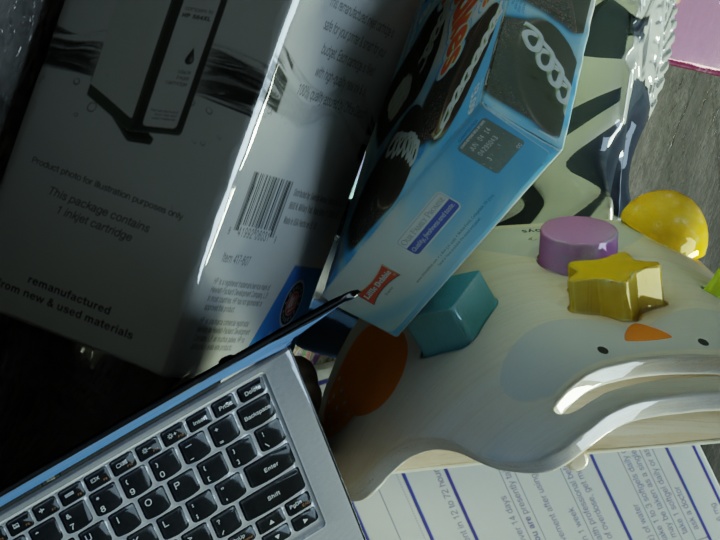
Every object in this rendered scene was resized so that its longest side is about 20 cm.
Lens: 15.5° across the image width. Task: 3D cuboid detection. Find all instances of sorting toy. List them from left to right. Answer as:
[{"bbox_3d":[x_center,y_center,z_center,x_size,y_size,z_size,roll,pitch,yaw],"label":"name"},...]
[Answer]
[{"bbox_3d":[0.096,0.040,0.977,0.180,0.198,0.108,-141,-132,-72],"label":"sorting toy"}]

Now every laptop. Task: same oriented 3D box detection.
[{"bbox_3d":[-0.073,0.107,0.840,0.187,0.116,0.201,-29,123,-14],"label":"laptop"}]

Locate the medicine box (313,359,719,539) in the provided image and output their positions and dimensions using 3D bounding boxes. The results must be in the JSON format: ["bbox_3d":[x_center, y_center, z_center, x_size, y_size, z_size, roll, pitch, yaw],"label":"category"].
[{"bbox_3d":[0.056,0.124,1.131,0.199,0.183,0.103,-14,163,-37],"label":"medicine box"}]

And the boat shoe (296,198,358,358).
[{"bbox_3d":[0.000,0.000,1.169,0.200,0.084,0.069,37,60,-67],"label":"boat shoe"}]

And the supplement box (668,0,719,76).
[{"bbox_3d":[0.139,-0.167,1.232,0.199,0.103,0.132,9,106,-32],"label":"supplement box"}]

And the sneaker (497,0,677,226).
[{"bbox_3d":[0.059,-0.078,1.125,0.079,0.129,0.201,27,71,-72],"label":"sneaker"}]

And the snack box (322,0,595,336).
[{"bbox_3d":[0.046,-0.082,0.995,0.116,0.037,0.201,-50,-164,42],"label":"snack box"}]

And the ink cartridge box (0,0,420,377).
[{"bbox_3d":[-0.048,-0.069,0.935,0.146,0.084,0.201,12,98,-75],"label":"ink cartridge box"}]

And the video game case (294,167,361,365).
[{"bbox_3d":[-0.011,0.016,1.294,0.143,0.018,0.201,31,79,-74],"label":"video game case"}]

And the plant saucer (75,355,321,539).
[{"bbox_3d":[-0.084,0.111,0.989,0.200,0.029,0.200,-42,167,-12],"label":"plant saucer"}]
